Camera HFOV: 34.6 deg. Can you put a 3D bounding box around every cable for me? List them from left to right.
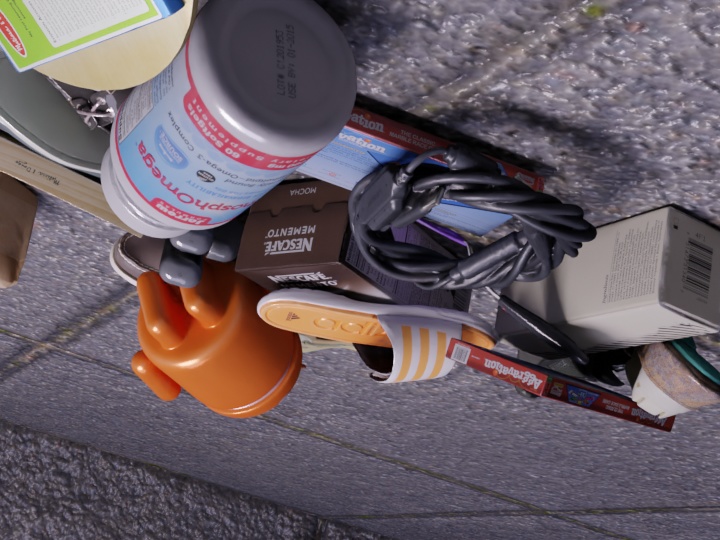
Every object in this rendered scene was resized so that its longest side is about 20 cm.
[{"bbox_3d":[0.074,-0.032,0.832,0.162,0.051,0.200,13,159,-13],"label":"cable"}]

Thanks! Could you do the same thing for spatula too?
[{"bbox_3d":[0.105,0.008,0.923,0.200,0.021,0.056,44,-174,18],"label":"spatula"}]

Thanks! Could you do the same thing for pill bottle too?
[{"bbox_3d":[-0.095,-0.091,0.740,0.108,0.109,0.200,22,152,-24],"label":"pill bottle"}]

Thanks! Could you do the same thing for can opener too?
[{"bbox_3d":[-0.121,-0.028,0.931,0.066,0.054,0.200,18,-169,-11],"label":"can opener"}]

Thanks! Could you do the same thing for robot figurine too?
[{"bbox_3d":[-0.123,0.061,1.044,0.116,0.144,0.200,21,162,33],"label":"robot figurine"}]

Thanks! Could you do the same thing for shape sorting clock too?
[{"bbox_3d":[-0.166,-0.182,0.588,0.199,0.039,0.201,16,135,17],"label":"shape sorting clock"}]

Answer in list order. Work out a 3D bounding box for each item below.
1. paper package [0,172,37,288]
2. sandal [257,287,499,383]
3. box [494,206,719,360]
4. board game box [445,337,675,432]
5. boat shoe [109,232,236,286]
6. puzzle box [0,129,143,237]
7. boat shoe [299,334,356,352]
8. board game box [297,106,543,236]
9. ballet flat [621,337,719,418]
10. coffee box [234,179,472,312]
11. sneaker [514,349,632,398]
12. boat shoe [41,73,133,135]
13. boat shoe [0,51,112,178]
[{"bbox_3d":[-0.439,-0.071,1.081,0.189,0.104,0.200,6,161,20],"label":"paper package"},{"bbox_3d":[0.013,0.065,0.965,0.205,0.060,0.079,8,153,-9],"label":"sandal"},{"bbox_3d":[0.196,0.016,0.925,0.068,0.083,0.200,21,161,-25],"label":"box"},{"bbox_3d":[0.170,0.097,0.963,0.199,0.020,0.103,19,-179,-44],"label":"board game box"},{"bbox_3d":[-0.139,-0.006,1.113,0.199,0.072,0.060,14,156,-14],"label":"boat shoe"},{"bbox_3d":[-0.260,-0.083,0.932,0.199,0.026,0.133,26,-179,-10],"label":"puzzle box"},{"bbox_3d":[-0.025,0.046,1.191,0.199,0.074,0.063,7,158,-16],"label":"boat shoe"},{"bbox_3d":[0.023,-0.078,0.848,0.199,0.020,0.103,19,162,-15],"label":"board game box"},{"bbox_3d":[0.252,0.082,0.948,0.068,0.067,0.200,36,-166,-2],"label":"ballet flat"},{"bbox_3d":[0.000,0.000,1.010,0.112,0.080,0.200,-3,155,36],"label":"coffee box"},{"bbox_3d":[0.210,0.086,1.117,0.113,0.077,0.200,16,157,12],"label":"sneaker"},{"bbox_3d":[-0.158,-0.108,0.852,0.067,0.057,0.199,-6,153,45],"label":"boat shoe"},{"bbox_3d":[-0.214,-0.102,0.886,0.062,0.073,0.199,-10,155,43],"label":"boat shoe"}]
